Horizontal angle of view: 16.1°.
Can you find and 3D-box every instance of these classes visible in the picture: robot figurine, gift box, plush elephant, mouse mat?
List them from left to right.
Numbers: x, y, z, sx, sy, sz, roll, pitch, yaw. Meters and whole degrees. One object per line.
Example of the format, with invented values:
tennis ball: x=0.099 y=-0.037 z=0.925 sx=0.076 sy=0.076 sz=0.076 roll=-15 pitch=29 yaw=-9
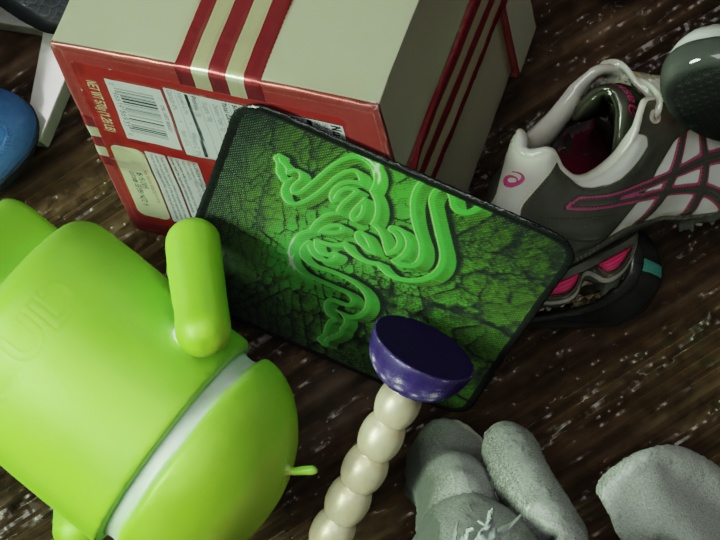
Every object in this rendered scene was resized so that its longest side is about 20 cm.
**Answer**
robot figurine: x=-0.114 y=0.058 z=1.180 sx=0.200 sy=0.116 sz=0.176 roll=37 pitch=127 yaw=5
gift box: x=-0.035 y=-0.127 z=1.171 sx=0.198 sy=0.185 sz=0.188 roll=16 pitch=63 yaw=14
mouse mat: x=0.000 y=0.000 z=1.160 sx=0.160 sy=0.200 sz=0.008 roll=23 pitch=61 yaw=-2
plush elephant: x=0.095 y=0.157 z=1.161 sx=0.154 sy=0.200 sz=0.166 roll=19 pitch=77 yaw=-10

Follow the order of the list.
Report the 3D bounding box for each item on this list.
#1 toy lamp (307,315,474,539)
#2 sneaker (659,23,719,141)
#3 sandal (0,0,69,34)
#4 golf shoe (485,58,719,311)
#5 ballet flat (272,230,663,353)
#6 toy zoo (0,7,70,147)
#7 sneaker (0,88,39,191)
toy lamp: x=-0.010 y=0.119 z=1.188 sx=0.058 sy=0.058 sz=0.201 roll=30 pitch=115 yaw=9
sneaker: x=0.200 y=-0.113 z=1.174 sx=0.067 sy=0.201 sz=0.109 roll=-11 pitch=73 yaw=39
sandal: x=-0.199 y=-0.197 z=1.270 sx=0.076 sy=0.043 sz=0.200 roll=-40 pitch=81 yaw=-25
golf shoe: x=0.137 y=-0.061 z=1.182 sx=0.077 sy=0.089 sz=0.200 roll=34 pitch=53 yaw=29
ballet flat: x=0.046 y=-0.001 z=1.226 sx=0.198 sy=0.068 sz=0.069 roll=-6 pitch=83 yaw=5
toy zoo: x=-0.213 y=-0.139 z=1.296 sx=0.198 sy=0.020 sz=0.132 roll=9 pitch=83 yaw=7
sneaker: x=-0.248 y=-0.058 z=1.213 sx=0.199 sy=0.079 sz=0.066 roll=-14 pitch=57 yaw=-18
